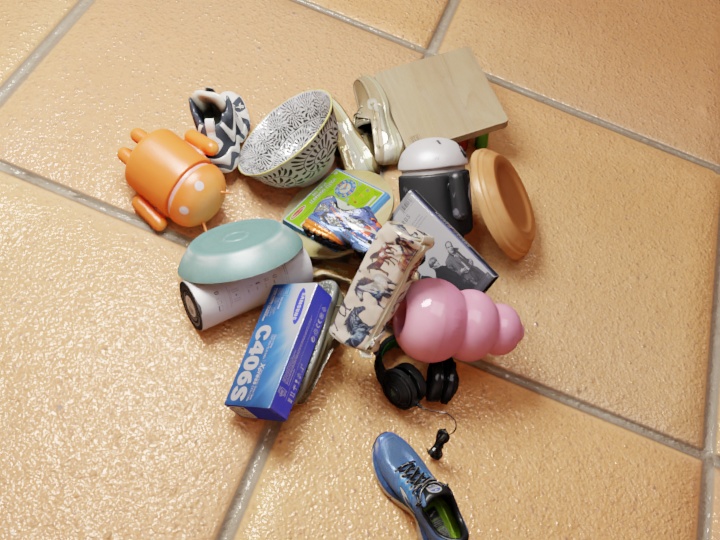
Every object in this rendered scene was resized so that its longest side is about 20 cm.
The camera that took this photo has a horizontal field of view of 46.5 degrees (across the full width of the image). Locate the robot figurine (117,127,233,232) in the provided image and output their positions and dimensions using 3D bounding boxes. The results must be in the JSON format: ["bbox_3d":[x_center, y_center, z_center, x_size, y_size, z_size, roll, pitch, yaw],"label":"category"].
[{"bbox_3d":[-0.299,-0.152,1.360,0.199,0.117,0.144,38,55,13],"label":"robot figurine"}]

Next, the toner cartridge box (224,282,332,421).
[{"bbox_3d":[-0.118,0.115,1.215,0.094,0.043,0.202,-3,56,38],"label":"toner cartridge box"}]

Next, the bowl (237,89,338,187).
[{"bbox_3d":[-0.106,-0.207,1.440,0.199,0.094,0.202,-26,37,21],"label":"bowl"}]

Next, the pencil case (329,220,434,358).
[{"bbox_3d":[0.033,0.023,1.197,0.077,0.202,0.089,12,20,-49],"label":"pencil case"}]

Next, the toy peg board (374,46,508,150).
[{"bbox_3d":[0.151,-0.300,1.603,0.197,0.098,0.202,-18,60,-6],"label":"toy peg board"}]

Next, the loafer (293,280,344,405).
[{"bbox_3d":[-0.062,0.115,1.258,0.070,0.075,0.202,41,62,-39],"label":"loafer"}]

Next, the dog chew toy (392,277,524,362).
[{"bbox_3d":[0.151,0.081,1.251,0.197,0.125,0.126,9,54,-15],"label":"dog chew toy"}]

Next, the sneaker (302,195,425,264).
[{"bbox_3d":[0.010,-0.058,1.280,0.198,0.075,0.079,23,82,8],"label":"sneaker"}]

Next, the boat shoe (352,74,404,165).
[{"bbox_3d":[0.018,-0.281,1.558,0.064,0.072,0.202,-10,65,-21],"label":"boat shoe"}]

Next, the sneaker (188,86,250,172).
[{"bbox_3d":[-0.242,-0.278,1.438,0.078,0.130,0.201,3,48,7],"label":"sneaker"}]

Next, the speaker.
[{"bbox_3d":[-0.173,0.019,1.296,0.198,0.082,0.082,-24,64,-26],"label":"speaker"}]

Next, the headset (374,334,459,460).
[{"bbox_3d":[0.091,0.183,1.268,0.122,0.095,0.201,-4,42,-19],"label":"headset"}]

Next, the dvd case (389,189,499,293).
[{"bbox_3d":[0.107,-0.007,1.347,0.200,0.151,0.025,48,28,20],"label":"dvd case"}]

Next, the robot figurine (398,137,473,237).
[{"bbox_3d":[0.128,-0.121,1.408,0.149,0.203,0.124,0,10,30],"label":"robot figurine"}]

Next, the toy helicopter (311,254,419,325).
[{"bbox_3d":[0.000,0.000,1.348,0.198,0.079,0.134,13,74,15],"label":"toy helicopter"}]

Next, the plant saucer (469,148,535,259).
[{"bbox_3d":[0.252,-0.120,1.446,0.200,0.037,0.202,38,41,-43],"label":"plant saucer"}]

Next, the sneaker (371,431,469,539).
[{"bbox_3d":[0.089,0.303,1.159,0.078,0.090,0.201,-25,65,-28],"label":"sneaker"}]

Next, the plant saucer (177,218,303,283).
[{"bbox_3d":[-0.188,-0.038,1.288,0.197,0.036,0.200,-9,22,4],"label":"plant saucer"}]

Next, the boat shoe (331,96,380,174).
[{"bbox_3d":[-0.037,-0.237,1.512,0.066,0.074,0.201,-30,58,-2],"label":"boat shoe"}]

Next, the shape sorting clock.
[{"bbox_3d":[-0.039,-0.094,1.392,0.197,0.039,0.202,-9,49,11],"label":"shape sorting clock"}]
